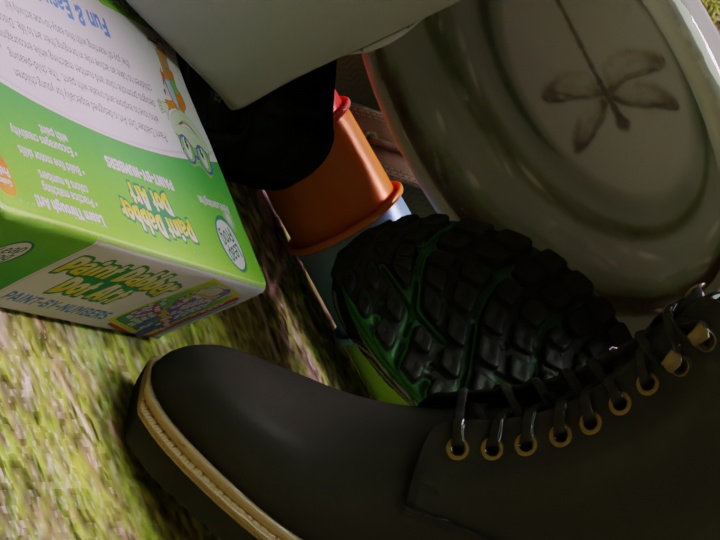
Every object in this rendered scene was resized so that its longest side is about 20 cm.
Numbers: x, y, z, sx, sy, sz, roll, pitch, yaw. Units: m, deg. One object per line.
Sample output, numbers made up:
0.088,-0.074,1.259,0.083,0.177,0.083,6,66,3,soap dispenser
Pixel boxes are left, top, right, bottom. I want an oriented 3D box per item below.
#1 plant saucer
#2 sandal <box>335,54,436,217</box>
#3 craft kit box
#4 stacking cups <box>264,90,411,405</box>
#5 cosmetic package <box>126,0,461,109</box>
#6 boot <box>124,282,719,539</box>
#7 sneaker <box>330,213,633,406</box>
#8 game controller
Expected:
0.075,-0.065,0.871,0.200,0.050,0.201,41,-30,31,plant saucer
0.013,-0.037,1.028,0.202,0.079,0.057,64,27,-12,sandal
-0.105,-0.085,0.695,0.199,0.048,0.200,67,12,12,craft kit box
0.000,0.000,0.969,0.201,0.060,0.061,58,14,-13,stacking cups
-0.037,-0.136,0.726,0.200,0.112,0.082,46,24,-62,cosmetic package
0.047,0.038,0.724,0.199,0.139,0.078,25,29,-15,boot
0.063,0.063,0.870,0.200,0.085,0.078,43,55,-6,sneaker
-0.037,-0.131,0.889,0.104,0.042,0.202,20,73,-65,game controller
